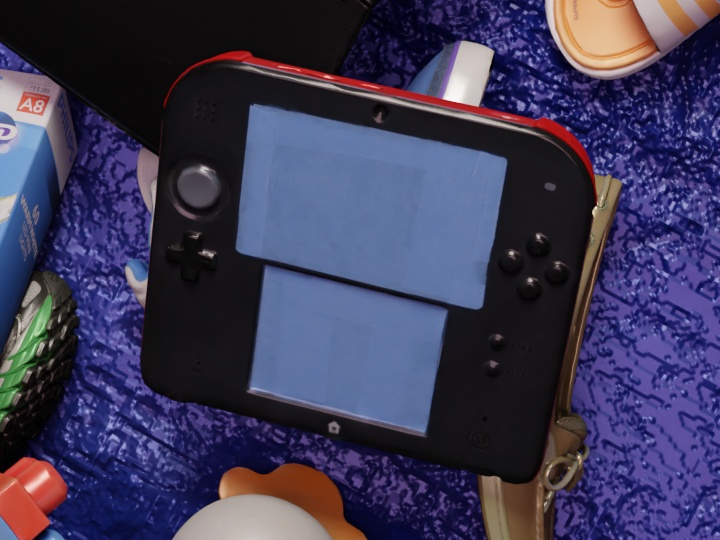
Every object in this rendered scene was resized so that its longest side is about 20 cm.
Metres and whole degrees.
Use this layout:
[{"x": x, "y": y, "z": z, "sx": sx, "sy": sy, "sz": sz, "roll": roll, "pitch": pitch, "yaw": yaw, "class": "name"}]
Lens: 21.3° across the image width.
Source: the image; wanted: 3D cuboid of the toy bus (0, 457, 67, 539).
[{"x": -0.217, "y": 0.164, "z": 0.887, "sx": 0.192, "sy": 0.200, "sz": 0.136, "roll": -43, "pitch": 103, "yaw": -22, "class": "toy bus"}]

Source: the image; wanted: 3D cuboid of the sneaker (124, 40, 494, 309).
[{"x": -0.036, "y": -0.047, "z": 0.943, "sx": 0.146, "sy": 0.081, "sz": 0.201, "roll": 27, "pitch": 101, "yaw": 2, "class": "sneaker"}]

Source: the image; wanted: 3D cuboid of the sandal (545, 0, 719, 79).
[{"x": 0.175, "y": -0.175, "z": 0.922, "sx": 0.206, "sy": 0.059, "sz": 0.079, "roll": -36, "pitch": 87, "yaw": 7, "class": "sandal"}]

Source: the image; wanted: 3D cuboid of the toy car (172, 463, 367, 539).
[{"x": -0.047, "y": 0.188, "z": 0.934, "sx": 0.176, "sy": 0.185, "sz": 0.201, "roll": 28, "pitch": 65, "yaw": 3, "class": "toy car"}]

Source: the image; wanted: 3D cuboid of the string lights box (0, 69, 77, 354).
[{"x": -0.216, "y": -0.007, "z": 0.927, "sx": 0.102, "sy": 0.059, "sz": 0.201, "roll": 9, "pitch": 56, "yaw": 7, "class": "string lights box"}]

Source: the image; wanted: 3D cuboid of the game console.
[{"x": 0.000, "y": 0.000, "z": 0.871, "sx": 0.198, "sy": 0.031, "sz": 0.178, "roll": 14, "pitch": 112, "yaw": 10, "class": "game console"}]

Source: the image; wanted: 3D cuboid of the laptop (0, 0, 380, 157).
[{"x": -0.063, "y": -0.170, "z": 0.904, "sx": 0.187, "sy": 0.116, "sz": 0.200, "roll": 35, "pitch": 68, "yaw": 5, "class": "laptop"}]

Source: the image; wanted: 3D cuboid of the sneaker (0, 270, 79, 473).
[{"x": -0.218, "y": 0.077, "z": 0.973, "sx": 0.085, "sy": 0.078, "sz": 0.200, "roll": 40, "pitch": 97, "yaw": 5, "class": "sneaker"}]

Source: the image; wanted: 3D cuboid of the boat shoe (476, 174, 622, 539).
[{"x": 0.093, "y": 0.052, "z": 0.936, "sx": 0.063, "sy": 0.073, "sz": 0.203, "roll": 2, "pitch": 85, "yaw": 12, "class": "boat shoe"}]
